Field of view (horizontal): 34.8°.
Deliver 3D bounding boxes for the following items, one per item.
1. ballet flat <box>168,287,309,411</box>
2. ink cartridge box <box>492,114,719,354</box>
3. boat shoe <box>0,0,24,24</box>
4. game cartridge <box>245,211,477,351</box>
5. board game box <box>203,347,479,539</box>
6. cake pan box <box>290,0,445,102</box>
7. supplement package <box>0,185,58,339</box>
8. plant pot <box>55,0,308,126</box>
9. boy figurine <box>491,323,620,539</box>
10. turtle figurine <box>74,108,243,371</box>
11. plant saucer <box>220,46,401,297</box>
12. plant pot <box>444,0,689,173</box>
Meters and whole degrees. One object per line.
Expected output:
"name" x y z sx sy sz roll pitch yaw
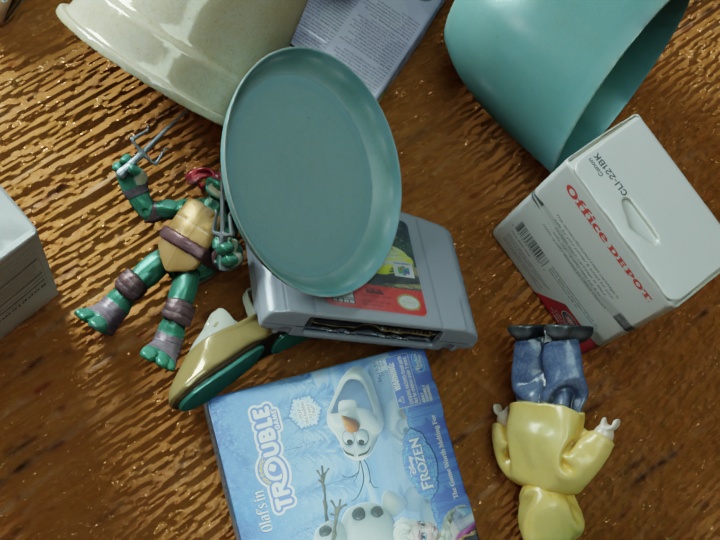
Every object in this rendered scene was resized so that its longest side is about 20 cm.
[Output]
"ballet flat" -0.094 0.052 0.972 0.199 0.069 0.063 -28 73 -38
"ink cartridge box" 0.213 -0.024 0.991 0.083 0.200 0.145 -34 84 -17
"boat shoe" -0.284 -0.303 1.038 0.072 0.076 0.200 39 81 -3
"game cartridge" 0.000 0.000 0.991 0.198 0.041 0.134 7 46 -24
"board game box" -0.014 0.183 0.976 0.197 0.043 0.202 -14 78 -13
"cake pan box" -0.025 -0.272 1.088 0.199 0.052 0.185 31 70 -2
"supplement package" -0.321 -0.012 0.884 0.120 0.200 0.121 -40 86 -17
"plant pot" -0.119 -0.241 0.951 0.200 0.200 0.184 32 100 -2
"boy figurine" 0.168 0.146 0.993 0.064 0.124 0.202 6 81 -49
"turtle figurine" -0.149 -0.025 0.972 0.149 0.101 0.201 25 85 30
"plant saucer" -0.041 -0.078 0.928 0.199 0.027 0.202 10 77 -47
"plant pot" 0.174 -0.214 1.043 0.161 0.201 0.201 38 72 14
